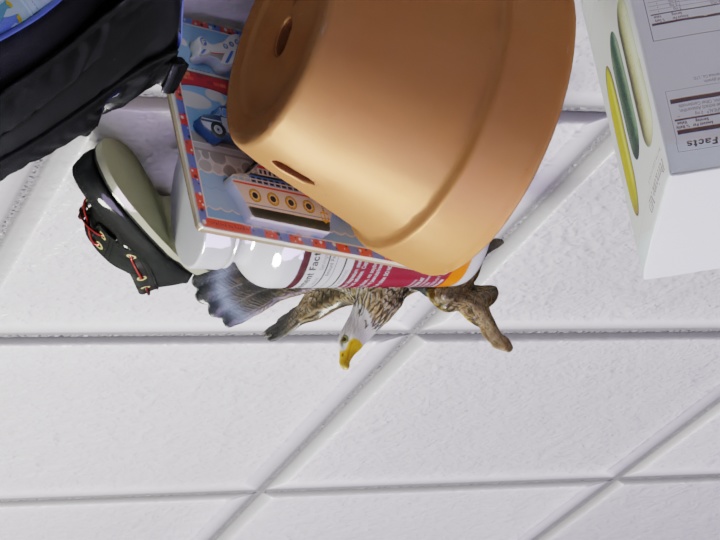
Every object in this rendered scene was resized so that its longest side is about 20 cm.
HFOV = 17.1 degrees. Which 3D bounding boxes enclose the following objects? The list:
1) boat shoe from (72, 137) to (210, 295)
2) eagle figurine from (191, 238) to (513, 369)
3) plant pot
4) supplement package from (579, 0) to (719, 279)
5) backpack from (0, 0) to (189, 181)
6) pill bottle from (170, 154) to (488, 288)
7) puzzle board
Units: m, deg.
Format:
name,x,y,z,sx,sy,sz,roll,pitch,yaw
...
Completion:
name,x,y,z,sx,sy,sz,roll,pitch,yaw
boat shoe,-0.159,-0.032,1.634,0.063,0.074,0.201,-21,161,5
eagle figurine,-0.004,0.005,1.763,0.200,0.151,0.152,11,125,30
plant pot,0.013,-0.112,1.388,0.140,0.200,0.200,19,147,-22
supplement package,0.225,-0.123,1.409,0.151,0.200,0.152,-9,157,-3
backpack,-0.200,-0.128,1.230,0.200,0.147,0.183,-41,167,-23
pill bottle,-0.020,-0.044,1.612,0.200,0.113,0.113,0,156,-21
puzzle board,-0.032,-0.078,1.475,0.200,0.151,0.017,10,145,-40
